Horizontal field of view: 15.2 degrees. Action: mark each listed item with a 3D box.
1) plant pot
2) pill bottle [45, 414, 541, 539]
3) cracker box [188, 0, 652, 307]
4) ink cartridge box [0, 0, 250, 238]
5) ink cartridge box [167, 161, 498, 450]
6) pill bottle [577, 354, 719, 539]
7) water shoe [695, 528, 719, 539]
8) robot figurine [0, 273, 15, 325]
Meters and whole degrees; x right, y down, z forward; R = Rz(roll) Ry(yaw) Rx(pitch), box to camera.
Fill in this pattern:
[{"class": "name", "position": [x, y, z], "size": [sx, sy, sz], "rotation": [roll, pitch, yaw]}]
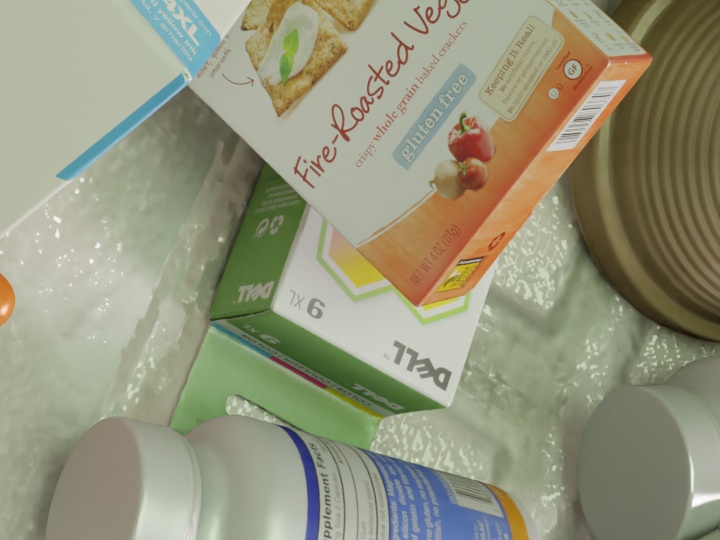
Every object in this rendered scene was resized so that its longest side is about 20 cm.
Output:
[{"class": "plant pot", "position": [0.208, -0.059, 1.314], "size": [0.200, 0.093, 0.202], "rotation": [-4, 100, -26]}, {"class": "pill bottle", "position": [-0.029, 0.125, 1.148], "size": [0.199, 0.112, 0.113], "rotation": [17, 76, -31]}, {"class": "cracker box", "position": [0.004, -0.102, 1.130], "size": [0.200, 0.134, 0.058], "rotation": [44, 21, 16]}, {"class": "ink cartridge box", "position": [-0.119, -0.122, 1.055], "size": [0.125, 0.128, 0.200], "rotation": [48, 27, -10]}, {"class": "ink cartridge box", "position": [0.000, 0.000, 1.213], "size": [0.104, 0.059, 0.201], "rotation": [30, 69, -28]}, {"class": "pill bottle", "position": [0.209, 0.096, 1.311], "size": [0.199, 0.113, 0.114], "rotation": [1, 84, -34]}, {"class": "water shoe", "position": [0.137, 0.187, 1.198], "size": [0.199, 0.079, 0.072], "rotation": [-34, 117, -12]}, {"class": "robot figurine", "position": [-0.227, -0.020, 1.032], "size": [0.200, 0.116, 0.144], "rotation": [41, 75, -24]}]
